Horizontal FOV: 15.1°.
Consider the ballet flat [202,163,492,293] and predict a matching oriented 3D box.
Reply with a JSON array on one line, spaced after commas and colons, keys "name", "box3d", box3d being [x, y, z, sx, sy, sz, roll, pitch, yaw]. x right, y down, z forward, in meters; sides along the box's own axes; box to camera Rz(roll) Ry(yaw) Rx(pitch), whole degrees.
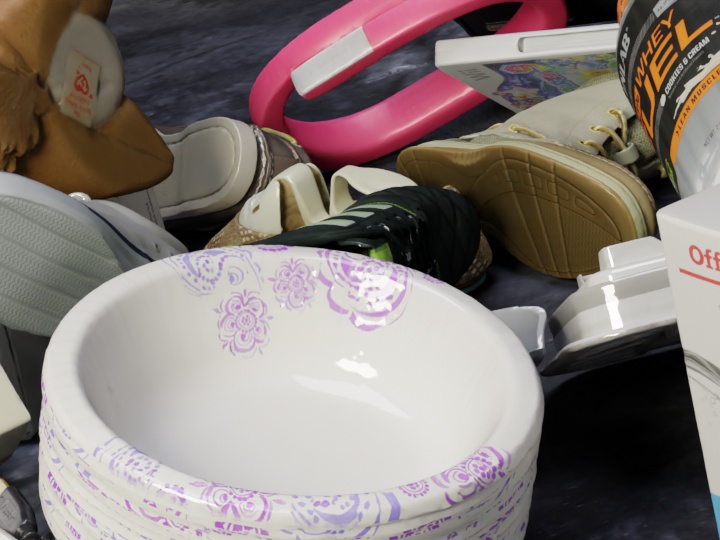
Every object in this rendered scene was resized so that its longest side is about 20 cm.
[{"name": "ballet flat", "box3d": [-0.013, -0.028, 1.480, 0.200, 0.065, 0.070, 3, 27, 39]}]

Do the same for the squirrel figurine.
[{"name": "squirrel figurine", "box3d": [-0.227, -0.082, 1.422, 0.186, 0.142, 0.200, -6, 18, 34]}]

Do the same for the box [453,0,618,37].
[{"name": "box", "box3d": [0.126, -0.200, 1.602, 0.200, 0.050, 0.198, -5, -18, 21]}]

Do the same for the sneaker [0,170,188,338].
[{"name": "sneaker", "box3d": [-0.146, -0.006, 1.354, 0.073, 0.200, 0.071, -41, 51, 10]}]

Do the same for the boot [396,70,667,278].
[{"name": "boot", "box3d": [0.132, -0.059, 1.463, 0.154, 0.072, 0.200, -22, 19, -28]}]

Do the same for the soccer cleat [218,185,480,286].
[{"name": "soccer cleat", "box3d": [0.000, 0.000, 1.324, 0.200, 0.068, 0.081, -17, 7, -43]}]

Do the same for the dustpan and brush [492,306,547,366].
[{"name": "dustpan and brush", "box3d": [0.025, 0.037, 1.284, 0.139, 0.057, 0.200, -13, -10, 7]}]

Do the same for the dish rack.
[{"name": "dish rack", "box3d": [0.177, 0.000, 1.218, 0.200, 0.044, 0.172, -13, -7, -3]}]

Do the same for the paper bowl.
[{"name": "paper bowl", "box3d": [-0.030, 0.081, 1.097, 0.200, 0.105, 0.201, 4, 32, -2]}]

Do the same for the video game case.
[{"name": "video game case", "box3d": [0.162, -0.117, 1.568, 0.200, 0.018, 0.143, -3, -11, 26]}]

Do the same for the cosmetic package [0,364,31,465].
[{"name": "cosmetic package", "box3d": [-0.268, 0.080, 1.273, 0.200, 0.105, 0.071, -24, -13, -26]}]

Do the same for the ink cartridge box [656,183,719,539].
[{"name": "ink cartridge box", "box3d": [0.177, 0.030, 1.006, 0.067, 0.200, 0.116, -23, 22, -26]}]

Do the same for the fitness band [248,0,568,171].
[{"name": "fitness band", "box3d": [0.028, -0.124, 1.605, 0.200, 0.037, 0.144, -29, -22, 13]}]

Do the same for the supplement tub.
[{"name": "supplement tub", "box3d": [0.201, -0.089, 1.360, 0.122, 0.123, 0.200, -15, 35, -3]}]

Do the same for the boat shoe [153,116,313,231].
[{"name": "boat shoe", "box3d": [-0.102, -0.056, 1.617, 0.059, 0.072, 0.200, 11, -8, -34]}]

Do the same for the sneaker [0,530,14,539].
[{"name": "sneaker", "box3d": [-0.172, 0.132, 1.126, 0.073, 0.071, 0.200, -30, 26, -37]}]

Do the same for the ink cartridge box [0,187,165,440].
[{"name": "ink cartridge box", "box3d": [-0.207, 0.015, 1.463, 0.147, 0.086, 0.200, -4, 23, 22]}]

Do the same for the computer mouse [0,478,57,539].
[{"name": "computer mouse", "box3d": [-0.111, 0.090, 1.266, 0.140, 0.046, 0.200, -15, 31, -14]}]
